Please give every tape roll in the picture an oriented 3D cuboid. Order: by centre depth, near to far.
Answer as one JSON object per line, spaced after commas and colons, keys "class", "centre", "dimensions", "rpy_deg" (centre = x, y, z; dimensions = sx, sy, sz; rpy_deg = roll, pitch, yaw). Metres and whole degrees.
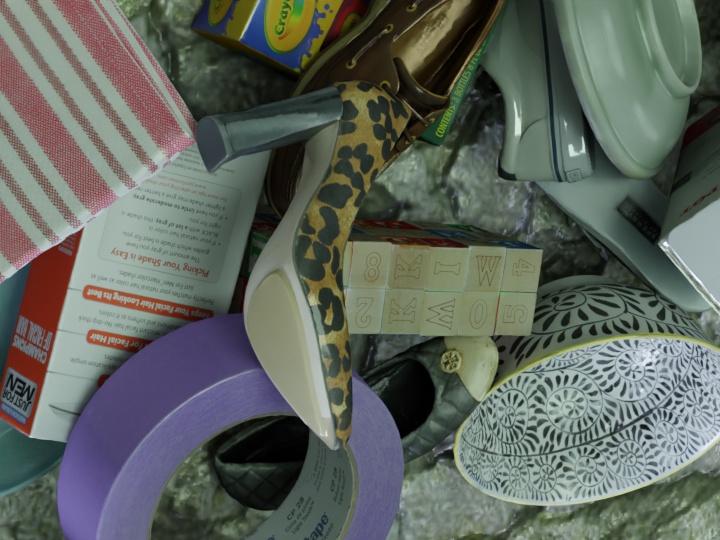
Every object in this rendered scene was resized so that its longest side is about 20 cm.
{"class": "tape roll", "centre": [-0.075, 0.128, 1.362], "dimensions": [0.199, 0.066, 0.201], "rpy_deg": [-15, 124, -24]}

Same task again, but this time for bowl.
{"class": "bowl", "centre": [0.150, 0.066, 1.549], "dimensions": [0.199, 0.095, 0.201], "rpy_deg": [-10, 144, -7]}

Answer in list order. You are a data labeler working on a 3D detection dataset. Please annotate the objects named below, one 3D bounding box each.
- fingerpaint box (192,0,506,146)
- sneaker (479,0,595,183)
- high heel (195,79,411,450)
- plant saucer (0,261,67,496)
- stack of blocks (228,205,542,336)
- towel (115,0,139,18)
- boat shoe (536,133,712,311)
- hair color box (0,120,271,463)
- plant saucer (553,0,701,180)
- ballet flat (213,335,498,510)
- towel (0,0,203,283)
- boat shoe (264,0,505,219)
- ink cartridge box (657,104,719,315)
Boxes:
{"class": "fingerpaint box", "centre": [0.014, -0.203, 1.438], "dimensions": [0.166, 0.073, 0.201], "rpy_deg": [26, 88, -32]}
{"class": "sneaker", "centre": [0.108, -0.155, 1.498], "dimensions": [0.070, 0.073, 0.201], "rpy_deg": [-6, 83, 11]}
{"class": "high heel", "centre": [-0.001, -0.009, 1.301], "dimensions": [0.142, 0.071, 0.201], "rpy_deg": [-15, 86, -36]}
{"class": "plant saucer", "centre": [-0.238, 0.038, 1.375], "dimensions": [0.199, 0.036, 0.201], "rpy_deg": [-7, 105, -28]}
{"class": "stack of blocks", "centre": [0.000, 0.000, 1.455], "dimensions": [0.199, 0.115, 0.059], "rpy_deg": [2, 101, -30]}
{"class": "towel", "centre": [-0.165, -0.220, 1.355], "dimensions": [0.148, 0.036, 0.200], "rpy_deg": [39, 81, -31]}
{"class": "boat shoe", "centre": [0.172, -0.052, 1.567], "dimensions": [0.199, 0.068, 0.074], "rpy_deg": [42, 85, -6]}
{"class": "hair color box", "centre": [-0.136, 0.005, 1.369], "dimensions": [0.110, 0.064, 0.201], "rpy_deg": [13, 94, -33]}
{"class": "plant saucer", "centre": [0.180, -0.161, 1.488], "dimensions": [0.200, 0.050, 0.201], "rpy_deg": [42, 42, -53]}
{"class": "ballet flat", "centre": [-0.001, 0.097, 1.470], "dimensions": [0.199, 0.067, 0.057], "rpy_deg": [-29, 149, 8]}
{"class": "towel", "centre": [-0.206, -0.075, 1.304], "dimensions": [0.200, 0.030, 0.147], "rpy_deg": [-36, 80, 3]}
{"class": "boat shoe", "centre": [0.016, -0.110, 1.382], "dimensions": [0.072, 0.067, 0.200], "rpy_deg": [39, 85, -32]}
{"class": "ink cartridge box", "centre": [0.283, -0.066, 1.505], "dimensions": [0.147, 0.200, 0.083], "rpy_deg": [-36, 102, 26]}
